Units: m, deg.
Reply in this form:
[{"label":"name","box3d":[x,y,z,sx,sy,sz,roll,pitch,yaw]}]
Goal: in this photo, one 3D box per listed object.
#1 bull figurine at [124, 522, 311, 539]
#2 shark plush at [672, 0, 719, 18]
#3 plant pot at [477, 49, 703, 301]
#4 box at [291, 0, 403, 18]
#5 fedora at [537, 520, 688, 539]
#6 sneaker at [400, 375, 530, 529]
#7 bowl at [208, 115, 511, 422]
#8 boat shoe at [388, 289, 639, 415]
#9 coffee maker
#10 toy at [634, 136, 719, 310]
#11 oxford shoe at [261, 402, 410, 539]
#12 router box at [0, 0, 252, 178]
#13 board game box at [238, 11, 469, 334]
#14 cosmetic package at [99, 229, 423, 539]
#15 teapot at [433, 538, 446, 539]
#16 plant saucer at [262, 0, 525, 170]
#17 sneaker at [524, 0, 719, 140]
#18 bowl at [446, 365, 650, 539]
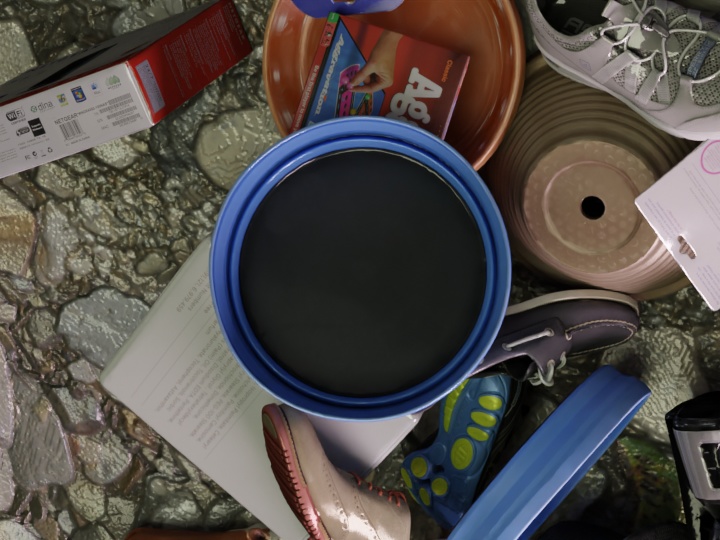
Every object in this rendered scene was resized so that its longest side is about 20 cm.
[{"label":"bull figurine","box3d":[-0.125,0.273,1.378,0.199,0.065,0.122,-2,79,29]},{"label":"shark plush","box3d":[0.269,-0.211,1.027,0.199,0.091,0.084,2,83,25]},{"label":"plant pot","box3d":[0.170,-0.060,1.114,0.200,0.093,0.202,8,116,18]},{"label":"box","box3d":[-0.011,-0.278,1.092,0.118,0.041,0.201,-1,104,25]},{"label":"fedora","box3d":[0.175,0.253,1.223,0.091,0.200,0.201,35,124,35]},{"label":"sneaker","box3d":[0.090,0.131,1.239,0.071,0.083,0.200,44,138,23]},{"label":"bowl","box3d":[0.000,0.000,1.054,0.199,0.039,0.202,0,85,5]},{"label":"boat shoe","box3d":[0.111,0.061,1.115,0.199,0.063,0.073,-7,150,-19]},{"label":"coffee maker","box3d":[0.290,0.186,1.151,0.134,0.192,0.201,-7,90,0]},{"label":"toy","box3d":[0.277,-0.081,1.055,0.200,0.047,0.115,-39,121,4]},{"label":"oxford shoe","box3d":[-0.009,0.164,1.117,0.075,0.070,0.201,-29,119,-8]},{"label":"router box","box3d":[-0.204,-0.129,1.171,0.199,0.180,0.049,-16,107,25]},{"label":"board game box","box3d":[-0.004,-0.067,1.089,0.102,0.019,0.201,18,87,3]},{"label":"cosmetic package","box3d":[-0.052,0.061,1.207,0.200,0.167,0.166,41,119,0]},{"label":"teapot","box3d":[0.051,0.315,1.234,0.146,0.198,0.200,-33,125,20]},{"label":"plant saucer","box3d":[0.024,-0.150,1.137,0.199,0.032,0.201,3,98,24]},{"label":"sneaker","box3d":[0.181,-0.141,1.014,0.199,0.082,0.075,22,80,39]},{"label":"bowl","box3d":[0.131,0.150,1.154,0.039,0.200,0.201,41,121,13]}]
